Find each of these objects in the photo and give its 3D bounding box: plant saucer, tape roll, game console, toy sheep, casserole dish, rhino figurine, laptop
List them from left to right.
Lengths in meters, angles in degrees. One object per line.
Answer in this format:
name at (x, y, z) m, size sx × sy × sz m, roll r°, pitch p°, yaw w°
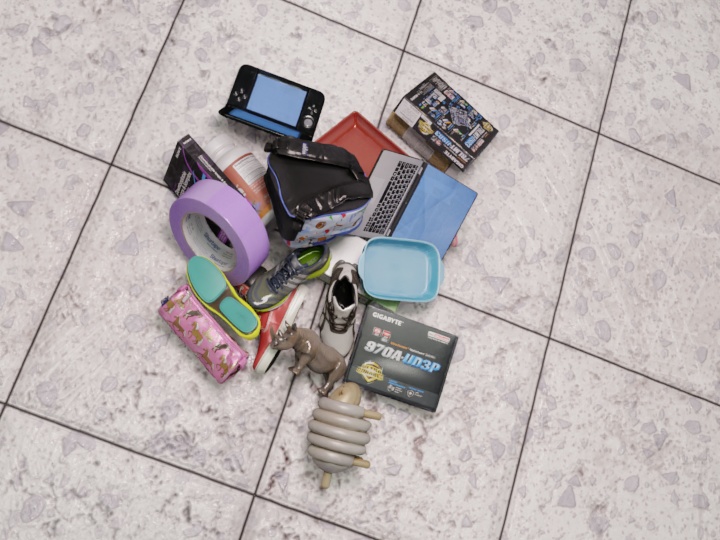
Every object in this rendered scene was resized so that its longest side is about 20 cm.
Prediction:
tape roll at (-0.270, -0.071, 1.624) m, size 0.200 × 0.201 × 0.066 m, roll 42°, pitch 53°, yaw 2°
game console at (-0.179, -0.345, 1.766) m, size 0.196 × 0.116 × 0.179 m, roll 19°, pitch 72°, yaw -6°
rhino figurine at (-0.104, 0.161, 1.634) m, size 0.199 × 0.059 × 0.088 m, roll 42°, pitch 77°, yaw -29°
toy sheep at (-0.039, 0.312, 1.613) m, size 0.135 × 0.138 × 0.205 m, roll 14°, pitch 79°, yaw -7°
plant saucer at (-0.015, -0.214, 1.781) m, size 0.199 × 0.037 × 0.200 m, roll -40°, pitch 67°, yaw -18°
casserole dish at (0.076, -0.001, 1.692) m, size 0.196 × 0.039 × 0.124 m, roll 5°, pitch 84°, yaw -26°
laptop at (0.098, -0.117, 1.700) m, size 0.198 × 0.190 × 0.116 m, roll 7°, pitch 28°, yaw -46°

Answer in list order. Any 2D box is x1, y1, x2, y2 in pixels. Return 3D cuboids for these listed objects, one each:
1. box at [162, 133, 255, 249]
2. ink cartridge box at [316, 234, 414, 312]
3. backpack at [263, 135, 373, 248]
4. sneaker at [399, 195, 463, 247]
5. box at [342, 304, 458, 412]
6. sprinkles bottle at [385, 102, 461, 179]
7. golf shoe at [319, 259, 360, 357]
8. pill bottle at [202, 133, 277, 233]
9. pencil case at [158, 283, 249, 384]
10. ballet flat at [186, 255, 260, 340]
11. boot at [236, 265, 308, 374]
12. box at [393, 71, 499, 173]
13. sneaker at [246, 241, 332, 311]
box at (-0.301, -0.150, 1.674) m, size 0.201 × 0.143 × 0.036 m, roll 49°, pitch 53°, yaw 5°
ink cartridge box at (0.000, 0.000, 1.739) m, size 0.197 × 0.059 × 0.105 m, roll 29°, pitch 72°, yaw -3°
backpack at (-0.078, -0.140, 1.603) m, size 0.186 × 0.155 × 0.203 m, roll -10°, pitch 63°, yaw -19°
sneaker at (0.130, -0.122, 1.793) m, size 0.103 × 0.075 × 0.203 m, roll -27°, pitch 78°, yaw -15°
box at (0.079, 0.175, 1.696) m, size 0.196 × 0.046 × 0.162 m, roll 19°, pitch 87°, yaw -6°
sprinkles bottle at (0.147, -0.280, 1.840) m, size 0.199 × 0.068 × 0.068 m, roll 41°, pitch 71°, yaw 2°
golf shoe at (-0.043, 0.085, 1.661) m, size 0.076 × 0.095 × 0.205 m, roll 4°, pitch 104°, yaw 0°
pill bottle at (-0.236, -0.171, 1.710) m, size 0.112 × 0.112 × 0.201 m, roll -40°, pitch 85°, yaw -18°
pencil case at (-0.299, 0.123, 1.630) m, size 0.083 × 0.087 × 0.201 m, roll -41°, pitch 86°, yaw -12°
ballet flat at (-0.262, 0.058, 1.627) m, size 0.067 × 0.067 × 0.200 m, roll -41°, pitch 74°, yaw -13°
boot at (-0.203, 0.091, 1.670) m, size 0.142 × 0.073 × 0.203 m, roll 24°, pitch 64°, yaw -3°
box at (0.187, -0.319, 1.818) m, size 0.198 × 0.050 × 0.200 m, roll 43°, pitch 36°, yaw 0°
sneaker at (-0.139, 0.002, 1.639) m, size 0.199 × 0.081 × 0.074 m, roll -39°, pitch 77°, yaw -16°
